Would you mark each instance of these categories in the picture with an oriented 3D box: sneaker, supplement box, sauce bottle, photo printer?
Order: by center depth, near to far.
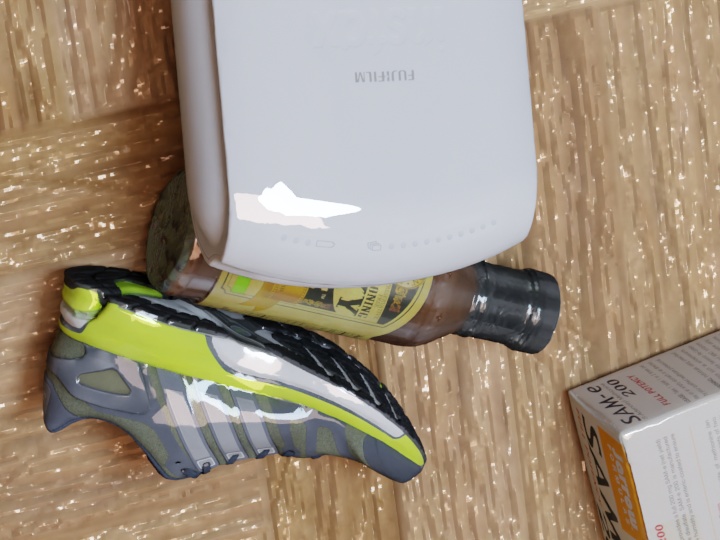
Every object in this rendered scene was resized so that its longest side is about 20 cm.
[{"bbox_3d":[-0.004,-0.093,1.323,0.166,0.069,0.201,-4,88,-22],"label":"photo printer"},{"bbox_3d":[0.000,0.000,1.392,0.199,0.065,0.065,11,103,-23],"label":"sauce bottle"},{"bbox_3d":[-0.062,0.064,1.393,0.199,0.074,0.081,22,105,-16],"label":"sneaker"},{"bbox_3d":[0.219,0.090,1.490,0.199,0.074,0.127,-20,112,-12],"label":"supplement box"}]
